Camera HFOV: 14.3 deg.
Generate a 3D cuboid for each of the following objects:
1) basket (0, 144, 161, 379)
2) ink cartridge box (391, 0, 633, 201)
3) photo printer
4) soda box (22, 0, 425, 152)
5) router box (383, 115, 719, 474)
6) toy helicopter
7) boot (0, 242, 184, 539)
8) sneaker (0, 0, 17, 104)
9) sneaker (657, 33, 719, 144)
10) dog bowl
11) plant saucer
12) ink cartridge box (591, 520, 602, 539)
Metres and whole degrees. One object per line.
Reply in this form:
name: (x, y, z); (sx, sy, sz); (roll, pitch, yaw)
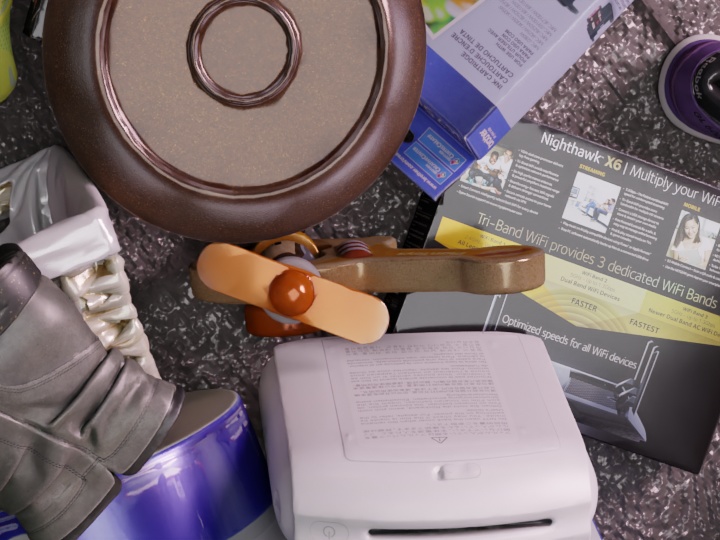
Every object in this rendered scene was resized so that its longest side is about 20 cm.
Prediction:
basket: (-0.182, 0.029, 1.491); (0.135, 0.200, 0.124); (-24, 106, -6)
ink cartridge box: (0.067, -0.148, 1.565); (0.200, 0.042, 0.119); (-47, 66, 0)
photo printer: (0.034, 0.096, 1.485); (0.165, 0.200, 0.070); (-2, 109, -5)
soda box: (-0.072, -0.126, 1.497); (0.199, 0.063, 0.071); (17, 93, -13)
router box: (0.122, 0.008, 1.614); (0.199, 0.052, 0.158); (20, 92, -12)
toy helicopter: (0.000, 0.000, 1.520); (0.199, 0.132, 0.079); (-1, 98, 24)
boot: (-0.188, 0.095, 1.369); (0.200, 0.068, 0.131); (-42, 108, 5)
sneaker: (-0.199, -0.182, 1.474); (0.090, 0.078, 0.201); (-26, 119, -29)
sneaker: (0.270, -0.078, 1.614); (0.199, 0.088, 0.076); (13, 94, -12)
dog bowl: (-0.142, 0.134, 1.505); (0.199, 0.200, 0.079); (-21, 98, -7)
plant saucer: (-0.061, -0.113, 1.453); (0.199, 0.032, 0.202); (-1, 96, -10)
ink cartridge box: (0.134, 0.210, 1.619); (0.044, 0.094, 0.201); (-27, 100, -6)
